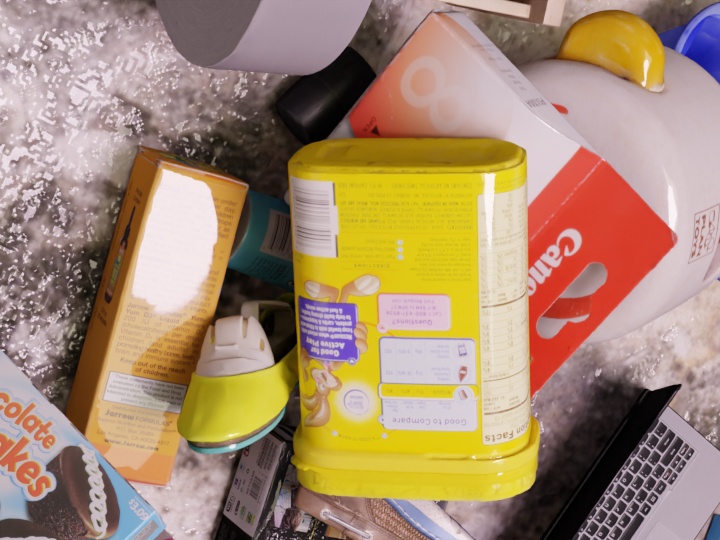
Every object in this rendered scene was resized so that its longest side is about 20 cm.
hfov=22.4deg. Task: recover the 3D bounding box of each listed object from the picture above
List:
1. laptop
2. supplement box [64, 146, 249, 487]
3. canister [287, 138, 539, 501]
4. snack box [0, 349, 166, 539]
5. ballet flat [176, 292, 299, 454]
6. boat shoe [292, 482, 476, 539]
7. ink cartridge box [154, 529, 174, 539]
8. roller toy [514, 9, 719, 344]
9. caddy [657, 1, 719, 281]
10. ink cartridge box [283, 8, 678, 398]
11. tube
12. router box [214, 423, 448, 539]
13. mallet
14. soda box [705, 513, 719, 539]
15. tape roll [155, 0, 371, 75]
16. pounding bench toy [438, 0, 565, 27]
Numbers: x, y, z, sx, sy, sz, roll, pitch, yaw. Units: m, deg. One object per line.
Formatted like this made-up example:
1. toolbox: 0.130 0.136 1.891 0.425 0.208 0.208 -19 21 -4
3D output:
1. laptop: 0.206 0.193 1.339 0.200 0.116 0.188 39 84 -31
2. supplement box: -0.130 0.029 1.135 0.069 0.067 0.201 11 99 -22
3. canister: 0.031 0.027 1.076 0.148 0.087 0.201 1 108 10
4. snack box: -0.221 0.117 1.052 0.116 0.200 0.037 -44 160 -11
5. ballet flat: -0.069 0.056 1.130 0.067 0.200 0.067 -5 100 17
6. boat shoe: 0.029 0.184 1.213 0.072 0.072 0.200 -47 114 -6
7. ink cartridge box: -0.142 0.241 1.113 0.087 0.200 0.146 -10 109 -26
8. roller toy: 0.150 -0.052 1.166 0.140 0.200 0.183 -22 79 -52
9. caddy: 0.256 -0.086 1.269 0.141 0.105 0.201 -2 88 -32
10. ink cartridge box: 0.068 -0.033 1.106 0.162 0.200 0.050 -49 162 26
11. tube: 0.000 0.000 1.202 0.199 0.050 0.078 20 109 -27
12. router box: -0.033 0.215 1.252 0.149 0.051 0.201 15 96 -33
13. mallet: 0.007 -0.051 1.211 0.066 0.041 0.200 -33 121 -14
14. soda box: 0.289 0.302 1.443 0.064 0.068 0.201 17 95 -30
15. tape roll: -0.055 -0.213 1.033 0.066 0.200 0.201 0 104 -28
16. pounding bench toy: 0.047 -0.266 1.118 0.155 0.124 0.201 6 101 -29
